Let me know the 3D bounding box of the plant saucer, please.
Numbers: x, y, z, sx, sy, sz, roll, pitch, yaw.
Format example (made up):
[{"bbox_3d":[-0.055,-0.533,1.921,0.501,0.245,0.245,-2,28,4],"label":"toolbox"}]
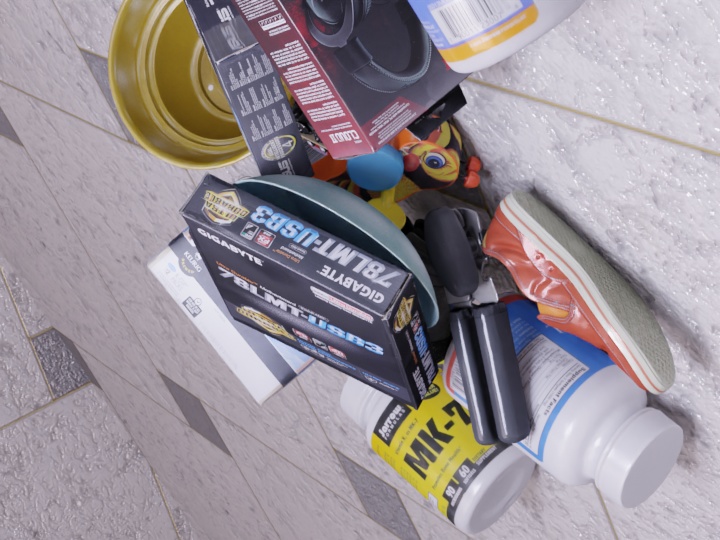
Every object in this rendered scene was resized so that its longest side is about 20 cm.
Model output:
[{"bbox_3d":[-0.014,-0.025,1.237,0.200,0.039,0.201,29,162,10],"label":"plant saucer"}]

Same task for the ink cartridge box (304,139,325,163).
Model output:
[{"bbox_3d":[-0.009,-0.035,1.539,0.109,0.050,0.201,29,152,44],"label":"ink cartridge box"}]

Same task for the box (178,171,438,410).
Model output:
[{"bbox_3d":[-0.038,0.021,1.259,0.198,0.050,0.199,26,162,19],"label":"box"}]

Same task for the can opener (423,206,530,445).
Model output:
[{"bbox_3d":[0.087,0.047,1.255,0.053,0.066,0.202,-11,92,43],"label":"can opener"}]

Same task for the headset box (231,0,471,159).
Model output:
[{"bbox_3d":[0.005,-0.189,1.093,0.201,0.148,0.077,57,159,-14],"label":"headset box"}]

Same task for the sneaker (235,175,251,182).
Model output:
[{"bbox_3d":[-0.069,-0.021,1.509,0.199,0.075,0.077,34,155,35],"label":"sneaker"}]

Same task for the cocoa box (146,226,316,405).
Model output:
[{"bbox_3d":[-0.110,0.020,1.671,0.201,0.131,0.133,51,-168,-1],"label":"cocoa box"}]

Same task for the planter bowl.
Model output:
[{"bbox_3d":[-0.126,-0.191,1.401,0.200,0.201,0.083,45,-165,15],"label":"planter bowl"}]

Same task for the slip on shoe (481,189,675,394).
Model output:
[{"bbox_3d":[0.171,0.024,1.201,0.200,0.074,0.061,48,116,20],"label":"slip on shoe"}]

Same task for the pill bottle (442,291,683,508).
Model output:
[{"bbox_3d":[0.174,0.113,1.312,0.199,0.112,0.113,37,156,33],"label":"pill bottle"}]

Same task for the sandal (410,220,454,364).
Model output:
[{"bbox_3d":[0.039,-0.013,1.422,0.079,0.087,0.201,-30,96,49],"label":"sandal"}]

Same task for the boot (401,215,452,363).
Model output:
[{"bbox_3d":[0.000,0.000,1.366,0.198,0.068,0.132,11,117,27],"label":"boot"}]

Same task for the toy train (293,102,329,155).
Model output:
[{"bbox_3d":[-0.035,-0.132,1.453,0.199,0.034,0.046,29,163,45],"label":"toy train"}]

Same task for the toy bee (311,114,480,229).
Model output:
[{"bbox_3d":[0.040,-0.086,1.263,0.108,0.132,0.199,31,156,-21],"label":"toy bee"}]

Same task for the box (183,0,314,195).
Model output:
[{"bbox_3d":[-0.099,-0.177,1.221,0.200,0.049,0.162,71,173,-63],"label":"box"}]

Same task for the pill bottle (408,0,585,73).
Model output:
[{"bbox_3d":[0.054,-0.236,0.960,0.201,0.112,0.112,57,159,-15],"label":"pill bottle"}]

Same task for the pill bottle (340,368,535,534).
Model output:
[{"bbox_3d":[0.078,0.173,1.617,0.200,0.114,0.115,39,157,27],"label":"pill bottle"}]
